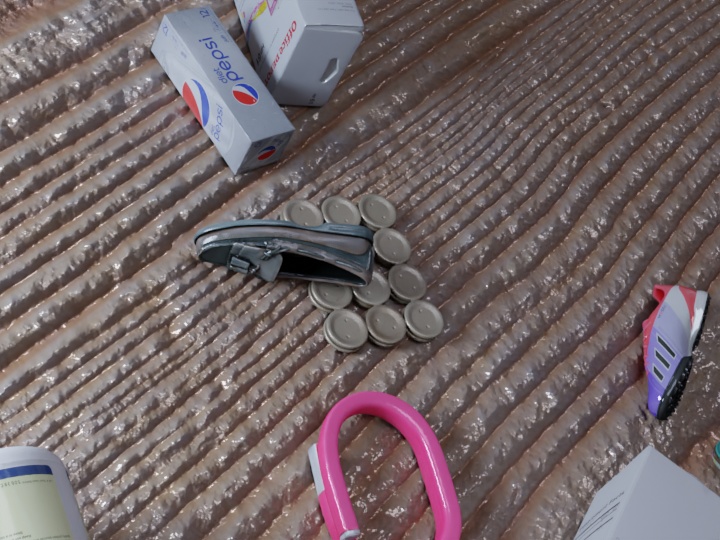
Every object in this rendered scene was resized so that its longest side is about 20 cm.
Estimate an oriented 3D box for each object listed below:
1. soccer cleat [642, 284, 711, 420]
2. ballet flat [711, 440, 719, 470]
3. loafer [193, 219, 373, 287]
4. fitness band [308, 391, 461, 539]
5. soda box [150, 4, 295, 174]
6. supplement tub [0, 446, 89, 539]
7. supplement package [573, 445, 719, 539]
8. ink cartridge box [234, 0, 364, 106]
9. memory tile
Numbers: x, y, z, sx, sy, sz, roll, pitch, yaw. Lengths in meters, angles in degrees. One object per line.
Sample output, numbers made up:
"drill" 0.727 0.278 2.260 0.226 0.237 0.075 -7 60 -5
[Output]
"soccer cleat" 0.368 0.096 1.514 0.073 0.069 0.201 16 51 16
"ballet flat" 0.505 0.249 1.443 0.198 0.072 0.069 9 45 28
"loafer" -0.079 -0.015 1.349 0.198 0.072 0.063 0 66 -14
"fitness band" 0.027 0.217 1.266 0.142 0.037 0.201 -1 59 -27
"soda box" -0.163 -0.213 1.462 0.068 0.064 0.201 -22 69 -37
"supplement tub" -0.282 0.261 1.010 0.144 0.145 0.201 -10 62 -31
"supplement package" 0.282 0.305 1.274 0.121 0.120 0.200 36 49 4
"ink cartridge box" -0.081 -0.322 1.527 0.084 0.145 0.201 -4 58 -28
"memory tile" 0.000 0.000 1.422 0.152 0.017 0.201 -6 61 -30
